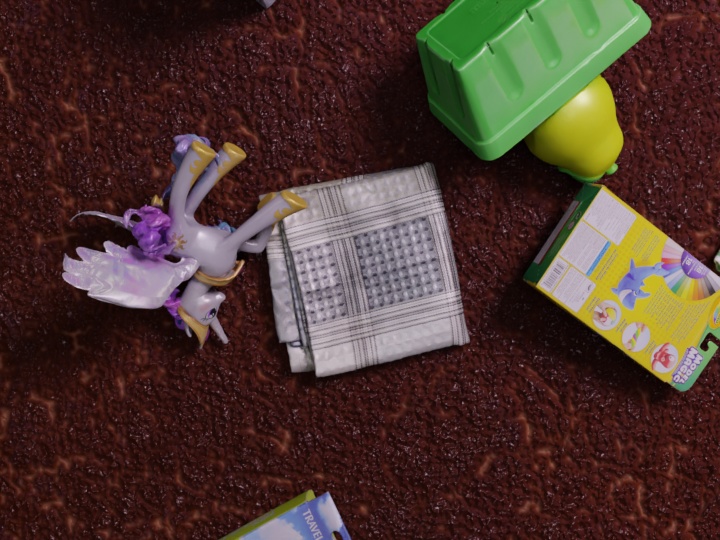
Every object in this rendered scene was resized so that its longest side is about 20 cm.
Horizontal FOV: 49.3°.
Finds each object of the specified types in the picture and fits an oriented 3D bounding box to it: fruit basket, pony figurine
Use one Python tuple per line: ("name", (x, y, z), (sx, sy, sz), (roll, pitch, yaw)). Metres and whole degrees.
("fruit basket", (0.177, -0.184, 0.760), (0.211, 0.156, 0.219), (-14, 129, -18))
("pony figurine", (-0.174, -0.029, 0.759), (0.190, 0.168, 0.202), (27, 111, -24))

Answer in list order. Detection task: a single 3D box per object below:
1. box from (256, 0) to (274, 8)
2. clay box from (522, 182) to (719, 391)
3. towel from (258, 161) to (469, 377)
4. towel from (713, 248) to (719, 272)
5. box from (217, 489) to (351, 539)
("box", (-0.069, -0.373, 0.727), (0.096, 0.176, 0.201), (39, 93, 1))
("clay box", (0.271, 0.020, 0.774), (0.198, 0.048, 0.116), (35, 93, -12))
("towel", (0.000, 0.000, 0.806), (0.195, 0.035, 0.198), (-11, 91, 4))
("towel", (0.469, -0.037, 0.787), (0.152, 0.023, 0.201), (42, 93, 2))
("box", (-0.091, 0.321, 0.813), (0.197, 0.048, 0.124), (-28, 91, 3))
